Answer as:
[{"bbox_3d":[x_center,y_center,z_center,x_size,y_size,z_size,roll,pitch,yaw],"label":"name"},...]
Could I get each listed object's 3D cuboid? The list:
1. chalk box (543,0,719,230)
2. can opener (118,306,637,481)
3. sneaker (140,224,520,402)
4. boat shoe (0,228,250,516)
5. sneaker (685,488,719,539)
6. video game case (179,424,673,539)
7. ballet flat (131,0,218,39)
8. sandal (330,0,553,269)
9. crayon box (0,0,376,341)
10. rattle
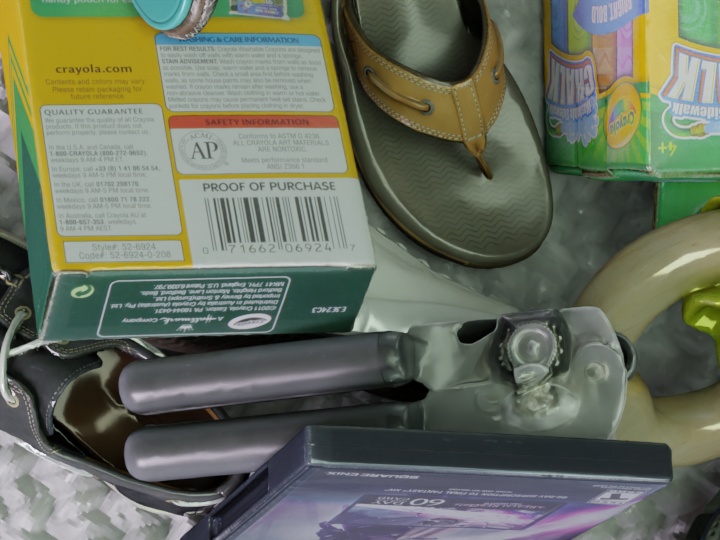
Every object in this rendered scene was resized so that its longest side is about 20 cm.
[{"bbox_3d":[0.152,-0.095,1.207,0.124,0.124,0.201,-3,94,-16],"label":"chalk box"},{"bbox_3d":[0.008,0.050,1.127,0.199,0.067,0.054,-7,85,12],"label":"can opener"},{"bbox_3d":[0.000,0.000,1.197,0.199,0.073,0.085,15,61,-29],"label":"sneaker"},{"bbox_3d":[-0.131,0.033,1.163,0.200,0.068,0.072,34,85,-14],"label":"boat shoe"},{"bbox_3d":[0.202,0.087,1.250,0.087,0.074,0.201,37,64,-25],"label":"sneaker"},{"bbox_3d":[0.020,0.095,1.143,0.142,0.200,0.019,4,71,-16],"label":"video game case"},{"bbox_3d":[-0.082,-0.187,1.144,0.075,0.068,0.201,-13,73,-44],"label":"ballet flat"},{"bbox_3d":[0.031,-0.096,1.207,0.081,0.055,0.201,-14,97,-15],"label":"sandal"},{"bbox_3d":[-0.074,-0.069,1.144,0.125,0.052,0.201,-1,57,-16],"label":"crayon box"},{"bbox_3d":[0.129,0.079,1.166,0.200,0.130,0.143,-41,59,10],"label":"rattle"}]
